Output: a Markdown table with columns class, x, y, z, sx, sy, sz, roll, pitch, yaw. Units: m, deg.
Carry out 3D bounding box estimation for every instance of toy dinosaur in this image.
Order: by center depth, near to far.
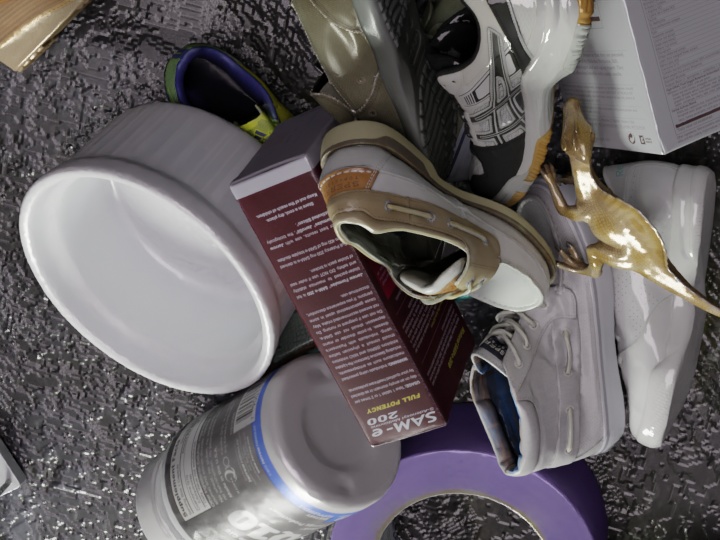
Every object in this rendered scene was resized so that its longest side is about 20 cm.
| class | x | y | z | sx | sy | sz | roll | pitch | yaw |
| --- | --- | --- | --- | --- | --- | --- | --- | --- | --- |
| toy dinosaur | 0.170 | -0.017 | 0.976 | 0.058 | 0.101 | 0.200 | -46 | 103 | -14 |

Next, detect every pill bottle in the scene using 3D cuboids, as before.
| class | x | y | z | sx | sy | sz | roll | pitch | yaw |
| --- | --- | --- | --- | --- | --- | --- | --- | --- | --- |
| pill bottle | -0.073 | 0.144 | 1.104 | 0.114 | 0.114 | 0.200 | 50 | 136 | -7 |

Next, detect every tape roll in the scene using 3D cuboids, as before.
| class | x | y | z | sx | sy | sz | roll | pitch | yaw |
| --- | --- | --- | --- | --- | --- | --- | --- | --- | --- |
| tape roll | 0.081 | 0.206 | 1.138 | 0.199 | 0.085 | 0.201 | 4 | 109 | 11 |

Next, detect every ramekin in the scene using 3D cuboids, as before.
| class | x | y | z | sx | sy | sz | roll | pitch | yaw |
| --- | --- | --- | --- | --- | --- | --- | --- | --- | --- |
| ramekin | -0.125 | -0.019 | 1.060 | 0.200 | 0.098 | 0.201 | 20 | 140 | 18 |

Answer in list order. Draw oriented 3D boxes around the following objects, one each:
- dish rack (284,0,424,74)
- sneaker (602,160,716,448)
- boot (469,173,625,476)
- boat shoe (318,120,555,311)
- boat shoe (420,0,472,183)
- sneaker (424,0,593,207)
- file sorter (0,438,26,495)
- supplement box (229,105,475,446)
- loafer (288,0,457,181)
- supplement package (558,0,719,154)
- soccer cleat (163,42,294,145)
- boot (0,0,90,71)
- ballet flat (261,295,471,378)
| class | x | y | z | sx | sy | sz | roll | pitch | yaw |
| --- | --- | --- | --- | --- | --- | --- | --- | --- | --- |
| dish rack | -0.042 | -0.230 | 0.993 | 0.200 | 0.055 | 0.153 | 42 | 147 | -4 |
| sneaker | 0.192 | 0.021 | 1.067 | 0.088 | 0.075 | 0.201 | 9 | 104 | 21 |
| boot | 0.119 | 0.040 | 1.046 | 0.073 | 0.095 | 0.201 | -3 | 101 | 59 |
| boat shoe | 0.047 | -0.014 | 0.950 | 0.075 | 0.069 | 0.200 | -24 | 139 | 39 |
| boat shoe | 0.061 | -0.140 | 1.006 | 0.062 | 0.072 | 0.201 | -8 | 128 | -25 |
| sneaker | 0.080 | -0.120 | 0.947 | 0.087 | 0.076 | 0.200 | 6 | 140 | -4 |
| file sorter | -0.399 | 0.171 | 1.205 | 0.200 | 0.125 | 0.139 | -26 | 101 | 19 |
| supplement box | 0.000 | 0.000 | 0.997 | 0.061 | 0.109 | 0.200 | -20 | 109 | 24 |
| loafer | 0.009 | -0.119 | 0.952 | 0.069 | 0.075 | 0.200 | 0 | 133 | 23 |
| supplement package | 0.178 | -0.187 | 0.948 | 0.113 | 0.109 | 0.201 | -22 | 105 | -18 |
| soccer cleat | -0.057 | -0.080 | 1.060 | 0.200 | 0.084 | 0.065 | 42 | 82 | -1 |
| boot | -0.238 | -0.250 | 1.051 | 0.200 | 0.072 | 0.166 | -38 | 101 | 25 |
| ballet flat | 0.007 | 0.015 | 1.104 | 0.199 | 0.069 | 0.071 | -24 | 85 | 14 |
